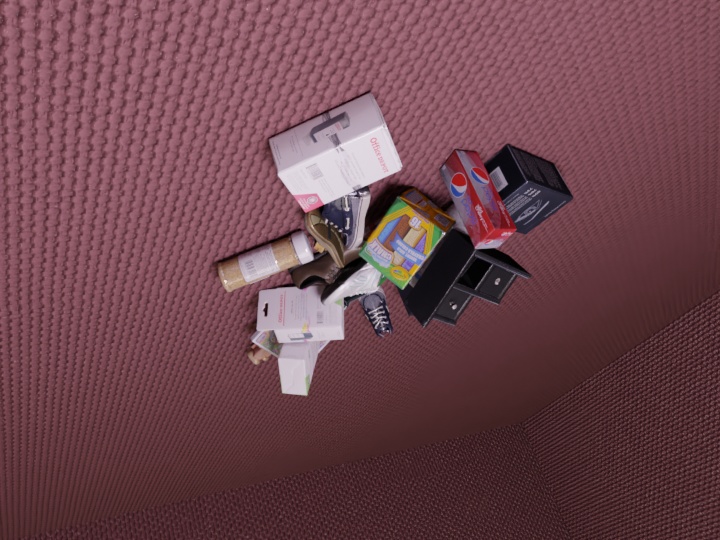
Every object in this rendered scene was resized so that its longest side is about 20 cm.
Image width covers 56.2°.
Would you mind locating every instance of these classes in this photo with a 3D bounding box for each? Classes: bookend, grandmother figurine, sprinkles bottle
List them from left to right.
[{"bbox_3d":[-0.202,-0.020,1.435,0.198,0.069,0.068,-21,153,2],"label":"sprinkles bottle"},{"bbox_3d":[-0.228,0.179,1.807,0.200,0.061,0.121,-44,173,33],"label":"grandmother figurine"},{"bbox_3d":[0.233,0.040,1.473,0.198,0.092,0.201,21,110,-38],"label":"bookend"}]

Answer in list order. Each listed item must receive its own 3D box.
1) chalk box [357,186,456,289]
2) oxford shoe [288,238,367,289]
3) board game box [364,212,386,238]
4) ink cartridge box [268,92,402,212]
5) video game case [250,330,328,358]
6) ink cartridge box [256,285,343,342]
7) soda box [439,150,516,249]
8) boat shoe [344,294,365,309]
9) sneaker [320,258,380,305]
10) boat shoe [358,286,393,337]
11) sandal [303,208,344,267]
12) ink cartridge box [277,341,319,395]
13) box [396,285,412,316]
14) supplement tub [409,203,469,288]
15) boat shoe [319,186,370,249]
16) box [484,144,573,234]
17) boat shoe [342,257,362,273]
[{"bbox_3d":[0.087,-0.053,1.420,0.200,0.124,0.125,-53,175,24],"label":"chalk box"},{"bbox_3d":[-0.062,-0.009,1.537,0.199,0.085,0.073,-24,151,4],"label":"oxford shoe"},{"bbox_3d":[0.096,-0.087,1.573,0.103,0.020,0.199,-33,151,26],"label":"board game box"},{"bbox_3d":[-0.041,-0.204,1.187,0.199,0.085,0.146,-22,153,6],"label":"ink cartridge box"},{"bbox_3d":[-0.171,0.170,1.747,0.143,0.018,0.200,-47,133,2],"label":"video game case"},{"bbox_3d":[-0.141,0.104,1.602,0.198,0.118,0.068,-3,148,3],"label":"ink cartridge box"},{"bbox_3d":[0.234,-0.144,1.359,0.063,0.201,0.070,-2,149,-34],"label":"soda box"},{"bbox_3d":[-0.057,0.072,1.713,0.199,0.062,0.073,-35,152,28],"label":"boat shoe"},{"bbox_3d":[-0.001,0.027,1.551,0.200,0.070,0.081,-36,112,-5],"label":"sneaker"},{"bbox_3d":[0.048,0.112,1.825,0.074,0.093,0.200,-23,153,6],"label":"boat shoe"},{"bbox_3d":[-0.082,-0.070,1.425,0.054,0.081,0.200,-10,154,19],"label":"sandal"},{"bbox_3d":[-0.149,0.197,1.678,0.067,0.201,0.118,3,124,7],"label":"ink cartridge box"},{"bbox_3d":[0.221,0.016,1.738,0.198,0.105,0.182,-11,156,-25],"label":"box"},{"bbox_3d":[0.189,-0.037,1.544,0.200,0.132,0.132,-47,149,5],"label":"supplement tub"},{"bbox_3d":[-0.041,-0.112,1.370,0.092,0.075,0.201,-5,144,-12],"label":"boat shoe"},{"bbox_3d":[0.347,-0.173,1.492,0.199,0.105,0.148,9,141,-45],"label":"box"},{"bbox_3d":[0.000,0.000,1.621,0.198,0.063,0.075,-11,154,-16],"label":"boat shoe"}]
